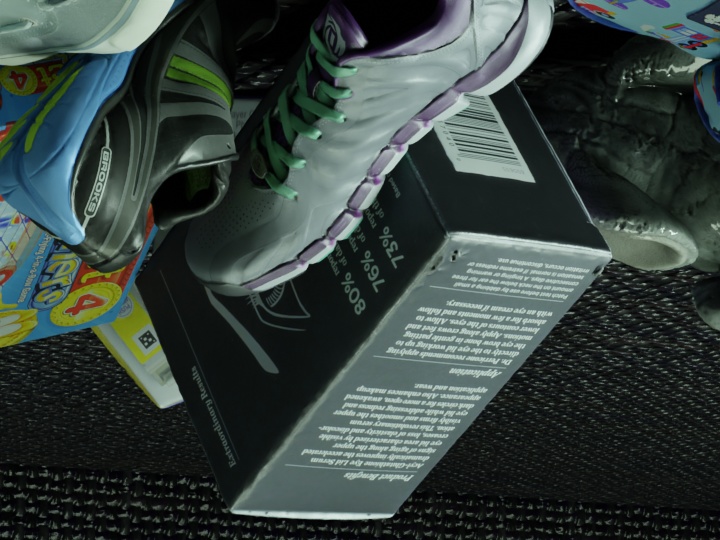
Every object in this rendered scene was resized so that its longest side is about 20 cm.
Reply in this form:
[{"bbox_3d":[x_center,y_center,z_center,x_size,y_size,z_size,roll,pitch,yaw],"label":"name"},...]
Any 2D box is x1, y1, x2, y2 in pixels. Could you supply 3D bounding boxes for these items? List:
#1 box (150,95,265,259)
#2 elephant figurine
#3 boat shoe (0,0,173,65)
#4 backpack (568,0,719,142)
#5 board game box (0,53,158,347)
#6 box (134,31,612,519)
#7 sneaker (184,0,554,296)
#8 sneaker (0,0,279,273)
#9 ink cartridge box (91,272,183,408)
[{"bbox_3d":[-0.004,-0.025,1.437,0.183,0.106,0.200,1,169,9],"label":"box"},{"bbox_3d":[0.140,-0.052,1.247,0.199,0.142,0.155,21,131,-23],"label":"elephant figurine"},{"bbox_3d":[-0.137,-0.119,1.034,0.071,0.070,0.200,4,172,-32],"label":"boat shoe"},{"bbox_3d":[0.153,-0.116,0.852,0.199,0.135,0.182,9,167,-24],"label":"backpack"},{"bbox_3d":[-0.185,-0.032,1.203,0.195,0.056,0.200,-13,152,-30],"label":"board game box"},{"bbox_3d":[0.000,0.000,1.220,0.104,0.148,0.200,6,136,-39],"label":"box"},{"bbox_3d":[-0.015,-0.076,1.101,0.200,0.075,0.087,-43,143,10],"label":"sneaker"},{"bbox_3d":[-0.085,-0.064,1.094,0.071,0.083,0.200,-29,-163,35],"label":"sneaker"},{"bbox_3d":[-0.129,0.024,1.439,0.047,0.200,0.198,-36,-175,-6],"label":"ink cartridge box"}]
